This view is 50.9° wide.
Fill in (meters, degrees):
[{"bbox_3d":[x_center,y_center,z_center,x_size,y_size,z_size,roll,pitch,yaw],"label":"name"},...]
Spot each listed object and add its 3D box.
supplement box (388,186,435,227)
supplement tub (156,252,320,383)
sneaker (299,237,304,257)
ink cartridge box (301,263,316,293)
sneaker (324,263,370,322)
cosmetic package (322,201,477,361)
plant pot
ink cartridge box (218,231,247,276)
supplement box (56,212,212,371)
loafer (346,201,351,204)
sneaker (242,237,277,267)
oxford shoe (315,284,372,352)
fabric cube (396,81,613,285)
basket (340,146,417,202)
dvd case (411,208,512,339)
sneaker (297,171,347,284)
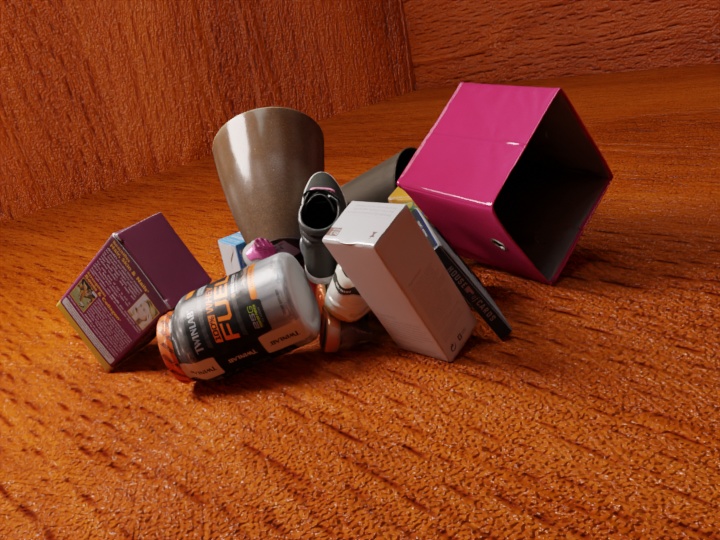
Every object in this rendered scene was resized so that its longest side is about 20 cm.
[{"bbox_3d":[0.114,-0.133,1.255,0.065,0.070,0.200,-2,26,27],"label":"supplement box"},{"bbox_3d":[-0.160,0.068,0.997,0.196,0.125,0.123,-23,16,10],"label":"supplement tub"},{"bbox_3d":[0.000,0.000,1.111,0.196,0.067,0.078,24,-4,-1],"label":"sneaker"},{"bbox_3d":[-0.018,-0.008,1.247,0.113,0.069,0.200,-4,20,25],"label":"ink cartridge box"},{"bbox_3d":[0.025,-0.019,1.013,0.074,0.089,0.201,27,47,11],"label":"sneaker"},{"bbox_3d":[0.051,0.013,0.915,0.100,0.202,0.074,10,52,48],"label":"cosmetic package"},{"bbox_3d":[-0.133,-0.113,1.186,0.181,0.188,0.205,-12,62,2],"label":"plant pot"},{"bbox_3d":[-0.134,-0.027,1.301,0.197,0.118,0.067,-25,23,-33],"label":"ink cartridge box"},{"bbox_3d":[-0.334,0.033,1.110,0.199,0.132,0.103,-37,1,35],"label":"supplement box"},{"bbox_3d":[-0.038,-0.080,1.253,0.066,0.078,0.201,-16,27,-9],"label":"loafer"},{"bbox_3d":[-0.140,0.029,1.114,0.087,0.201,0.082,-31,61,-6],"label":"sneaker"},{"bbox_3d":[-0.027,0.061,1.076,0.071,0.073,0.201,3,23,-11],"label":"oxford shoe"},{"bbox_3d":[0.211,-0.131,1.108,0.197,0.196,0.203,21,74,49],"label":"fabric cube"},{"bbox_3d":[0.038,-0.116,1.396,0.197,0.185,0.135,-8,13,44],"label":"basket"},{"bbox_3d":[0.128,-0.002,1.017,0.025,0.151,0.201,-40,16,9],"label":"dvd case"},{"bbox_3d":[-0.049,-0.090,1.042,0.068,0.101,0.204,0,48,-2],"label":"sneaker"}]
